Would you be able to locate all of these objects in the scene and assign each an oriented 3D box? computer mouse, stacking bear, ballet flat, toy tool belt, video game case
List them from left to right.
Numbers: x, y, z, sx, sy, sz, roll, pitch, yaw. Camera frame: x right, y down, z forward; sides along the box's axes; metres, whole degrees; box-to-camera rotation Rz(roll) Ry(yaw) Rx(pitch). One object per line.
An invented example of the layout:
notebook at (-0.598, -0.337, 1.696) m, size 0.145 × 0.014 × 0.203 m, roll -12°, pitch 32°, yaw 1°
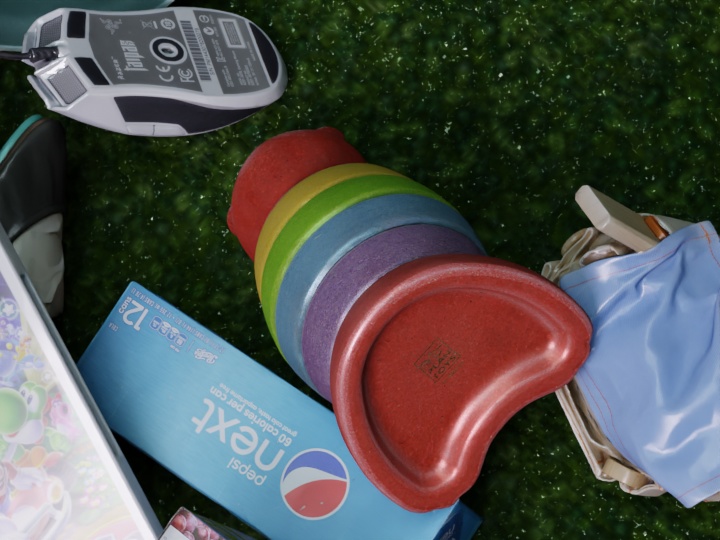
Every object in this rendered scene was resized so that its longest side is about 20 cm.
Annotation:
video game case at (-0.194, 0.076, 1.153) m, size 0.143 × 0.018 × 0.201 m, roll -28°, pitch 90°, yaw 12°
ballet flat at (-0.192, 0.019, 1.255) m, size 0.068 × 0.068 × 0.200 m, roll 37°, pitch 97°, yaw 10°
computer mouse at (-0.132, -0.094, 1.238) m, size 0.199 × 0.044 × 0.110 m, roll 1°, pitch 48°, yaw -25°
stacking bear at (0.000, 0.000, 1.166) m, size 0.122 × 0.114 × 0.200 m, roll -47°, pitch 37°, yaw 5°
toy tool belt at (0.157, 0.057, 1.125) m, size 0.124 × 0.123 × 0.201 m, roll -31°, pitch 71°, yaw 4°

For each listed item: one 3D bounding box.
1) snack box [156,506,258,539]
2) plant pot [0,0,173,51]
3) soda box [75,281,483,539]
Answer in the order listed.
snack box at (0.001, 0.197, 1.102) m, size 0.199 × 0.169 × 0.068 m, roll 34°, pitch 87°, yaw 20°
plant pot at (-0.172, -0.230, 1.258) m, size 0.199 × 0.201 × 0.135 m, roll -14°, pitch 48°, yaw 9°
soda box at (-0.044, 0.089, 1.196) m, size 0.199 × 0.064 × 0.068 m, roll 32°, pitch 85°, yaw 20°
